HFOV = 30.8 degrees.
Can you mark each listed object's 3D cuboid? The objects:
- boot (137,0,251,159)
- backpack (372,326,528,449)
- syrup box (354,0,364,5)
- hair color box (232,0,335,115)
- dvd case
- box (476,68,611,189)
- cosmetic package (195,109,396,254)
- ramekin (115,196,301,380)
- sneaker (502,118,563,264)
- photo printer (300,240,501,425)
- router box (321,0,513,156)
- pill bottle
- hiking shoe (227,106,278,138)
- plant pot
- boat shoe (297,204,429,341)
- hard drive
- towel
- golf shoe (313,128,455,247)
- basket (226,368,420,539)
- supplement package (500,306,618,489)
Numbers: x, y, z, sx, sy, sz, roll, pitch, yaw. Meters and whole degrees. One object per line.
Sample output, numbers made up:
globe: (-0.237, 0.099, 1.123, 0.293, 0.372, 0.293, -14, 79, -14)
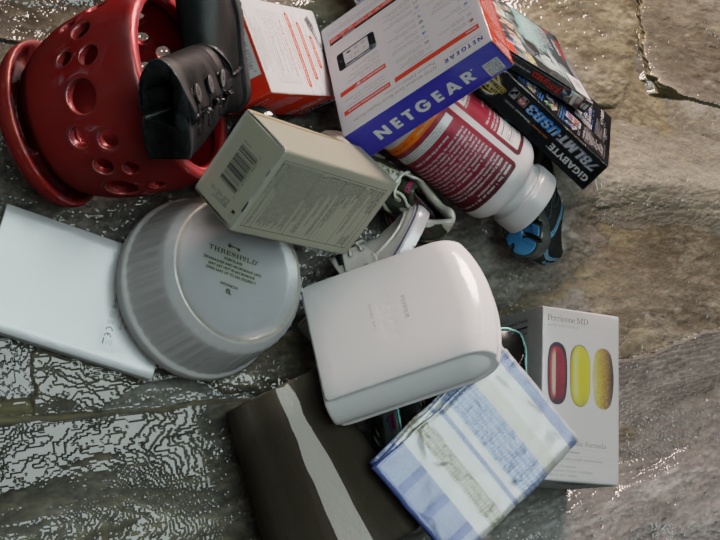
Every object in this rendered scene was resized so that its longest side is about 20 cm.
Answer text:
boot: (-0.168, -0.207, 1.246, 0.200, 0.065, 0.166, -54, 130, -64)
backpack: (0.103, 0.176, 1.467, 0.174, 0.153, 0.202, -4, 73, -19)
syrup box: (0.050, -0.316, 1.570, 0.201, 0.078, 0.081, 60, 20, -2)
hair color box: (-0.098, -0.234, 1.449, 0.200, 0.063, 0.112, -15, 84, -67)
dvd case: (0.184, -0.276, 1.557, 0.199, 0.022, 0.147, 22, 33, -34)
box: (0.221, -0.211, 1.594, 0.198, 0.050, 0.200, 41, 25, -8)
cosmetic package: (-0.063, -0.087, 1.347, 0.073, 0.104, 0.199, 47, 18, 28)
ramekin: (-0.153, 0.011, 1.395, 0.201, 0.094, 0.204, 12, 70, -35)
sneaker: (0.212, -0.103, 1.634, 0.082, 0.073, 0.202, 22, 62, -51)
photo printer: (0.046, 0.061, 1.380, 0.198, 0.070, 0.167, -18, 51, 6)
router box: (0.057, -0.249, 1.455, 0.049, 0.199, 0.181, 37, 32, -43)
pill bottle: (0.127, -0.135, 1.520, 0.199, 0.113, 0.114, 37, 67, -15)
hiking shoe: (-0.093, -0.123, 1.441, 0.074, 0.201, 0.087, 16, 61, 19)
plant pot: (-0.257, -0.165, 1.330, 0.181, 0.200, 0.202, -16, 85, 15)
boat shoe: (0.000, 0.000, 1.481, 0.070, 0.071, 0.201, 35, 96, -6)
hard drive: (-0.300, 0.025, 1.387, 0.198, 0.026, 0.133, 20, 72, -19)
towel: (0.122, 0.190, 1.383, 0.200, 0.024, 0.147, -42, 93, -15)
golf shoe: (0.028, -0.107, 1.531, 0.199, 0.088, 0.078, 34, 69, -13)
basket: (-0.052, 0.219, 1.404, 0.179, 0.136, 0.201, -24, 86, -16)
supplement package: (0.233, 0.154, 1.556, 0.113, 0.109, 0.202, 8, 76, -23)
